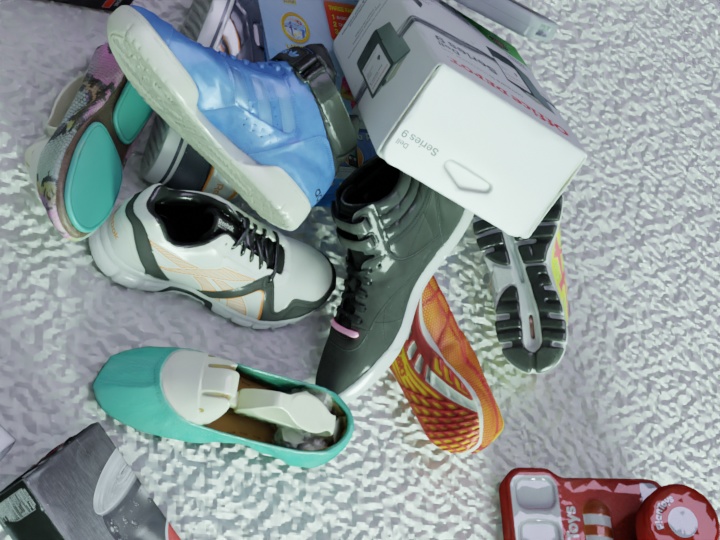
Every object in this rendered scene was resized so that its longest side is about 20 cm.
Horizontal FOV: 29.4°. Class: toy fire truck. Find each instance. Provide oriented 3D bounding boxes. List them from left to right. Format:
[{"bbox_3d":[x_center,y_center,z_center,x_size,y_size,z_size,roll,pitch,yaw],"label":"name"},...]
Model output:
[{"bbox_3d":[0.194,0.259,1.092,0.165,0.112,0.203,3,65,-10],"label":"toy fire truck"}]

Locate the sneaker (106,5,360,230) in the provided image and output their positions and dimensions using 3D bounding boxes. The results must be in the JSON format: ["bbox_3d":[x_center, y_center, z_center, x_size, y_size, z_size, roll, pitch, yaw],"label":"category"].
[{"bbox_3d":[-0.082,-0.135,0.974,0.200,0.076,0.112,46,74,-21],"label":"sneaker"}]

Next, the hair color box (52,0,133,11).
[{"bbox_3d":[-0.242,-0.249,0.988,0.198,0.101,0.062,4,66,-35],"label":"hair color box"}]

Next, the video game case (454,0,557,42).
[{"bbox_3d":[0.069,-0.249,1.167,0.198,0.022,0.182,30,13,8],"label":"video game case"}]

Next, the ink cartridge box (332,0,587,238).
[{"bbox_3d":[0.071,-0.131,1.048,0.145,0.084,0.201,27,23,-26],"label":"ink cartridge box"}]

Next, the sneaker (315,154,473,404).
[{"bbox_3d":[0.000,0.000,1.027,0.099,0.070,0.202,33,86,-39],"label":"sneaker"}]

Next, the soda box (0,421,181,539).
[{"bbox_3d":[-0.145,0.202,0.873,0.071,0.063,0.201,-38,94,-42],"label":"soda box"}]

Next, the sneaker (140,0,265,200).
[{"bbox_3d":[-0.106,-0.146,1.060,0.079,0.078,0.203,22,68,-22],"label":"sneaker"}]

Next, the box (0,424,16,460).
[{"bbox_3d":[-0.320,0.121,0.793,0.156,0.041,0.201,45,48,-11],"label":"box"}]

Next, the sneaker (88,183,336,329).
[{"bbox_3d":[-0.094,-0.010,1.004,0.198,0.080,0.075,13,59,-35],"label":"sneaker"}]

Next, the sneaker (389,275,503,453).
[{"bbox_3d":[0.049,0.054,1.103,0.077,0.072,0.202,2,64,-66],"label":"sneaker"}]

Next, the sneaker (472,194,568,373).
[{"bbox_3d":[0.141,-0.005,1.184,0.090,0.077,0.203,48,40,-71],"label":"sneaker"}]

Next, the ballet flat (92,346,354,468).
[{"bbox_3d":[-0.087,0.089,0.966,0.198,0.070,0.068,19,59,-29],"label":"ballet flat"}]

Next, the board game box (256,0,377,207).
[{"bbox_3d":[-0.010,-0.153,1.150,0.198,0.056,0.199,1,68,-37],"label":"board game box"}]

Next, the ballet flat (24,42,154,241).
[{"bbox_3d":[-0.195,-0.094,0.974,0.070,0.070,0.202,72,25,-42],"label":"ballet flat"}]
